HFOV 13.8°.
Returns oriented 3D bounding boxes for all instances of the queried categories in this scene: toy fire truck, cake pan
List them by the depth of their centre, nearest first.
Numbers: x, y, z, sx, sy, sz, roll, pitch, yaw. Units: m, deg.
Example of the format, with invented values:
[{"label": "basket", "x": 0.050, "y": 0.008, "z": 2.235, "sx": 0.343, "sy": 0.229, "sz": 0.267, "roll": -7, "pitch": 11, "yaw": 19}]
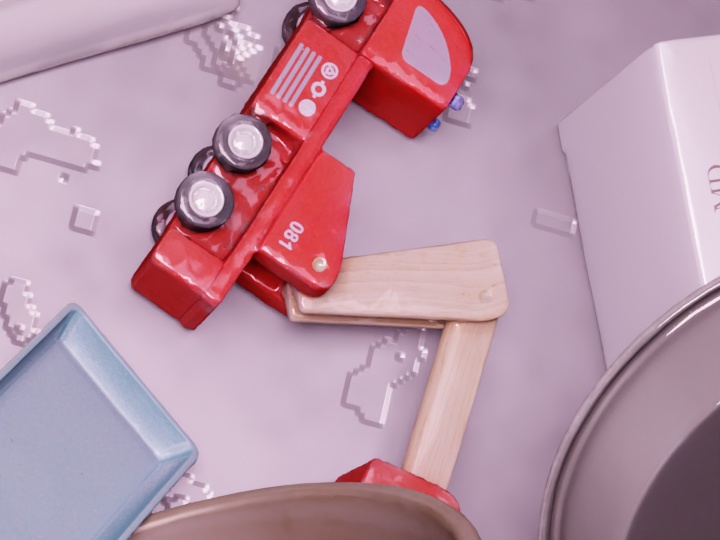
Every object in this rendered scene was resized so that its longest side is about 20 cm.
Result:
[{"label": "cake pan", "x": 0.159, "y": 0.080, "z": 1.006, "sx": 0.200, "sy": 0.037, "sz": 0.201, "roll": -10, "pitch": 124, "yaw": -15}, {"label": "toy fire truck", "x": 0.000, "y": 0.000, "z": 1.040, "sx": 0.141, "sy": 0.049, "sz": 0.200, "roll": 34, "pitch": 71, "yaw": -6}]

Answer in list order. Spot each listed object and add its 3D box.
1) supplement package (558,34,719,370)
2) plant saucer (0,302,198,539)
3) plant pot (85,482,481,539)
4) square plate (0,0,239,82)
[{"label": "supplement package", "x": 0.188, "y": -0.025, "z": 1.064, "sx": 0.200, "sy": 0.110, "sz": 0.114, "roll": -8, "pitch": 80, "yaw": -16}, {"label": "plant saucer", "x": -0.114, "y": 0.079, "z": 0.938, "sx": 0.070, "sy": 0.019, "sz": 0.200, "roll": 51, "pitch": 29, "yaw": -6}, {"label": "plant pot", "x": -0.036, "y": 0.187, "z": 0.923, "sx": 0.200, "sy": 0.200, "sz": 0.174, "roll": -22, "pitch": 107, "yaw": -18}, {"label": "square plate", "x": -0.164, "y": -0.156, "z": 1.041, "sx": 0.200, "sy": 0.028, "sz": 0.198, "roll": -19, "pitch": 84, "yaw": -18}]
